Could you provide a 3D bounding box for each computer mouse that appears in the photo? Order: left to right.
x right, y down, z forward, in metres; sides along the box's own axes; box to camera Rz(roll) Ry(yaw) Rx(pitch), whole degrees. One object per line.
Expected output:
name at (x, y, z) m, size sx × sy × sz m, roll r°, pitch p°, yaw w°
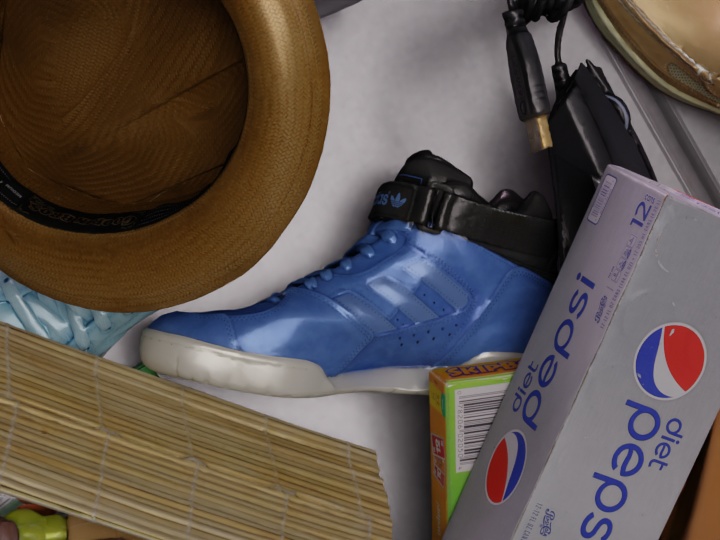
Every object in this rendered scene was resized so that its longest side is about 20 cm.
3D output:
computer mouse at (0.106, -0.050, 0.912) m, size 0.046 × 0.140 × 0.201 m, roll -5°, pitch 96°, yaw 18°

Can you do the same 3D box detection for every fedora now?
fedora at (-0.093, -0.082, 0.829) m, size 0.200 × 0.082 × 0.202 m, roll 7°, pitch 110°, yaw 21°

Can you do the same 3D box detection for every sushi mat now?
sushi mat at (-0.074, 0.083, 0.862) m, size 0.199 × 0.096 × 0.012 m, roll 21°, pitch 123°, yaw -20°

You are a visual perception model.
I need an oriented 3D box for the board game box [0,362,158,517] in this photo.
board game box at (-0.153, 0.144, 0.904) m, size 0.199 × 0.029 × 0.135 m, roll -26°, pitch 92°, yaw -13°

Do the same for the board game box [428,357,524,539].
board game box at (0.080, 0.137, 0.933) m, size 0.095 × 0.030 × 0.201 m, roll -7°, pitch 105°, yaw -18°

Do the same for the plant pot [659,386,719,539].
plant pot at (0.209, 0.104, 0.915) m, size 0.139 × 0.200 × 0.201 m, roll 12°, pitch 84°, yaw 0°

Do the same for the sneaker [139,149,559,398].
sneaker at (0.000, 0.000, 0.921) m, size 0.199 × 0.077 × 0.112 m, roll 3°, pitch 92°, yaw -17°

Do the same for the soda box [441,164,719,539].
soda box at (0.104, 0.062, 0.871) m, size 0.068 × 0.063 × 0.201 m, roll 20°, pitch 98°, yaw -21°

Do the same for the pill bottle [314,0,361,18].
pill bottle at (-0.068, -0.204, 0.900) m, size 0.112 × 0.112 × 0.201 m, roll -20°, pitch 91°, yaw -13°

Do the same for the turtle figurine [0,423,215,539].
turtle figurine at (-0.113, 0.129, 0.842) m, size 0.199 × 0.162 × 0.065 m, roll 16°, pitch 127°, yaw -26°

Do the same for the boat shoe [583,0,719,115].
boat shoe at (0.198, -0.101, 0.974) m, size 0.199 × 0.076 × 0.072 m, roll 32°, pitch 83°, yaw -8°

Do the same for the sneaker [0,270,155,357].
sneaker at (-0.106, -0.010, 0.896) m, size 0.200 × 0.082 × 0.074 m, roll -42°, pitch 96°, yaw -12°
